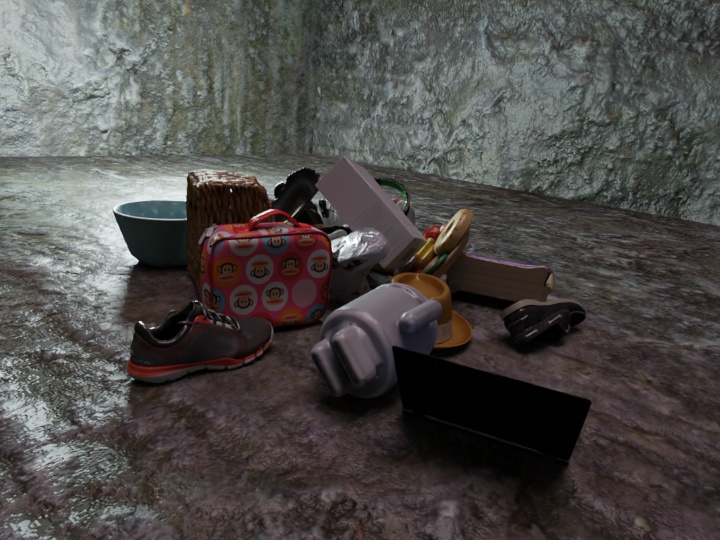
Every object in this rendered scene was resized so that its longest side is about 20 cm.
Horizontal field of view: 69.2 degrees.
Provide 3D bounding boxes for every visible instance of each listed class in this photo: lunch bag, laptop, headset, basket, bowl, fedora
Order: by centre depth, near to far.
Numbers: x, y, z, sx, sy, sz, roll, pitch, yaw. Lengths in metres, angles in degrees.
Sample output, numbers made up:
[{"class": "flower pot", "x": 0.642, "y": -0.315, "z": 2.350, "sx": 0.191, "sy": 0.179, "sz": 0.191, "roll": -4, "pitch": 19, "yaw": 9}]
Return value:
[{"class": "laptop", "x": 0.147, "y": 0.123, "z": 0.580, "sx": 0.185, "sy": 0.118, "sz": 0.200, "roll": 13, "pitch": 19, "yaw": 21}, {"class": "lunch bag", "x": -0.140, "y": -0.004, "z": 0.789, "sx": 0.197, "sy": 0.179, "sz": 0.082, "roll": -4, "pitch": 19, "yaw": -29}, {"class": "fedora", "x": 0.091, "y": 0.055, "z": 0.834, "sx": 0.197, "sy": 0.083, "sz": 0.201, "roll": 6, "pitch": 17, "yaw": -2}, {"class": "basket", "x": -0.233, "y": -0.071, "z": 0.935, "sx": 0.141, "sy": 0.203, "sz": 0.149, "roll": -4, "pitch": 19, "yaw": -25}, {"class": "bowl", "x": -0.389, "y": -0.073, "z": 1.054, "sx": 0.197, "sy": 0.107, "sz": 0.201, "roll": 4, "pitch": 16, "yaw": -1}, {"class": "headset", "x": 0.010, "y": -0.148, "z": 1.134, "sx": 0.197, "sy": 0.094, "sz": 0.125, "roll": -13, "pitch": 62, "yaw": 0}]

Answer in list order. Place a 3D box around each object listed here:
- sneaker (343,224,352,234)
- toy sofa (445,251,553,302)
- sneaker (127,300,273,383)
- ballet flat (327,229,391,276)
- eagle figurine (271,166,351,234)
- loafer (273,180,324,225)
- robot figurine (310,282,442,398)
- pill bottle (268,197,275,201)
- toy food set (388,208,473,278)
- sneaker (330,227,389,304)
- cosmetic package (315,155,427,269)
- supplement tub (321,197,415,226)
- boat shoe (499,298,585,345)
[{"class": "sneaker", "x": 0.058, "y": -0.052, "z": 1.096, "sx": 0.197, "sy": 0.076, "sz": 0.084, "roll": 17, "pitch": -18, "yaw": -17}, {"class": "toy sofa", "x": 0.263, "y": 0.015, "z": 0.998, "sx": 0.197, "sy": 0.099, "sz": 0.083, "roll": 11, "pitch": 18, "yaw": 19}, {"class": "sneaker", "x": -0.194, "y": 0.079, "z": 0.668, "sx": 0.076, "sy": 0.083, "sz": 0.198, "roll": 20, "pitch": 23, "yaw": 40}, {"class": "ballet flat", "x": -0.024, "y": -0.042, "z": 0.992, "sx": 0.198, "sy": 0.066, "sz": 0.070, "roll": 14, "pitch": 4, "yaw": -29}, {"class": "eagle figurine", "x": -0.135, "y": -0.088, "z": 1.045, "sx": 0.152, "sy": 0.199, "sz": 0.152, "roll": 54, "pitch": -3, "yaw": 25}, {"class": "loafer", "x": -0.110, "y": -0.114, "z": 1.128, "sx": 0.072, "sy": 0.202, "sz": 0.072, "roll": -6, "pitch": 33, "yaw": 31}, {"class": "robot figurine", "x": 0.025, "y": 0.084, "z": 0.660, "sx": 0.169, "sy": 0.114, "sz": 0.199, "roll": -28, "pitch": -2, "yaw": 39}, {"class": "pill bottle", "x": -0.222, "y": -0.114, "z": 1.223, "sx": 0.197, "sy": 0.116, "sz": 0.114, "roll": 10, "pitch": 17, "yaw": 11}, {"class": "toy food set", "x": 0.131, "y": -0.032, "z": 0.997, "sx": 0.049, "sy": 0.198, "sz": 0.200, "roll": 42, "pitch": -6, "yaw": -12}, {"class": "sneaker", "x": 0.000, "y": 0.000, "z": 0.873, "sx": 0.199, "sy": 0.115, "sz": 0.076, "roll": -13, "pitch": 40, "yaw": 50}, {"class": "cosmetic package", "x": 0.021, "y": -0.102, "z": 0.944, "sx": 0.200, "sy": 0.081, "sz": 0.113, "roll": 50, "pitch": 14, "yaw": 15}, {"class": "supplement tub", "x": 0.020, "y": -0.111, "z": 1.249, "sx": 0.198, "sy": 0.143, "sz": 0.140, "roll": 14, "pitch": 19, "yaw": 24}, {"class": "boat shoe", "x": 0.310, "y": 0.089, "z": 0.863, "sx": 0.198, "sy": 0.072, "sz": 0.068, "roll": 1, "pitch": 53, "yaw": -38}]
